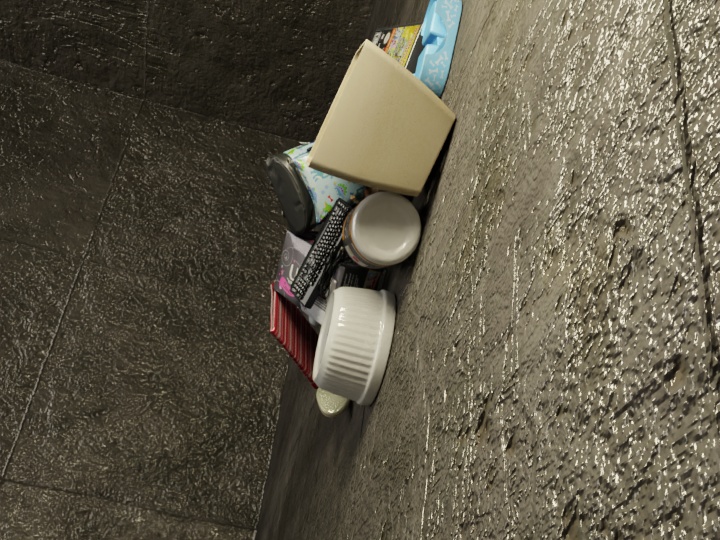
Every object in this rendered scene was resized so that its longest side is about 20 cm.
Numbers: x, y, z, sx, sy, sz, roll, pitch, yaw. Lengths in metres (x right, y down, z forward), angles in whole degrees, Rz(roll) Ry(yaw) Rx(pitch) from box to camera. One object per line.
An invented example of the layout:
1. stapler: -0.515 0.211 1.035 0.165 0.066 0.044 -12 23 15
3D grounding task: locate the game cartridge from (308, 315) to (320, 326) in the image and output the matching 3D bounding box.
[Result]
1. game cartridge: -0.087 0.025 1.899 0.200 0.040 0.135 -102 30 -69

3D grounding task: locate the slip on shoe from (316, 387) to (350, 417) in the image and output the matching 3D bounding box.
1. slip on shoe: -0.050 0.244 1.702 0.200 0.073 0.062 -100 1 -70

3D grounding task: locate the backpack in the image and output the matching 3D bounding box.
1. backpack: -0.056 -0.180 1.626 0.153 0.199 0.165 -10 103 52

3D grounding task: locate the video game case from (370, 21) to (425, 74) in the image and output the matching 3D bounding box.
1. video game case: 0.046 -0.370 1.611 0.180 0.025 0.202 20 89 60

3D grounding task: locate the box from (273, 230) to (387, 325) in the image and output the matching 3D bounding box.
1. box: -0.064 0.017 1.635 0.199 0.114 0.134 33 114 46

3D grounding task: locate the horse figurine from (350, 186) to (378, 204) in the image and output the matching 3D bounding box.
1. horse figurine: 0.042 -0.171 1.574 0.201 0.050 0.132 -58 -33 -7

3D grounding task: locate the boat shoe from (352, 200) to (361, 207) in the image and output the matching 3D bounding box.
1. boat shoe: -0.018 -0.121 1.799 0.200 0.066 0.072 -14 39 53

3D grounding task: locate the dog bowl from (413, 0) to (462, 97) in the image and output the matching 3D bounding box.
1. dog bowl: 0.131 -0.386 1.466 0.111 0.049 0.203 152 131 -80

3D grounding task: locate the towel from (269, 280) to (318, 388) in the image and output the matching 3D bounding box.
1. towel: -0.133 0.134 1.726 0.146 0.022 0.201 -95 -21 -47

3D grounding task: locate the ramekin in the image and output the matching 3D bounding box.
1. ramekin: -0.015 0.123 1.453 0.200 0.104 0.203 -167 90 -82

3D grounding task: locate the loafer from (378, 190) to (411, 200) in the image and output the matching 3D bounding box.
1. loafer: 0.060 -0.156 1.512 0.074 0.070 0.202 -85 11 -51

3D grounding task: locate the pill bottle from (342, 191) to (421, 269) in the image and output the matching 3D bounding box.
1. pill bottle: 0.029 -0.062 1.409 0.200 0.115 0.118 162 121 -81

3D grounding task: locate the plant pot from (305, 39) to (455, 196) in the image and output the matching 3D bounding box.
1. plant pot: 0.034 -0.217 1.323 0.202 0.175 0.200 -63 8 5

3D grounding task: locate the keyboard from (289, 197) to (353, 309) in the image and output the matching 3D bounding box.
1. keyboard: -0.069 -0.031 1.534 0.104 0.039 0.202 38 105 45
